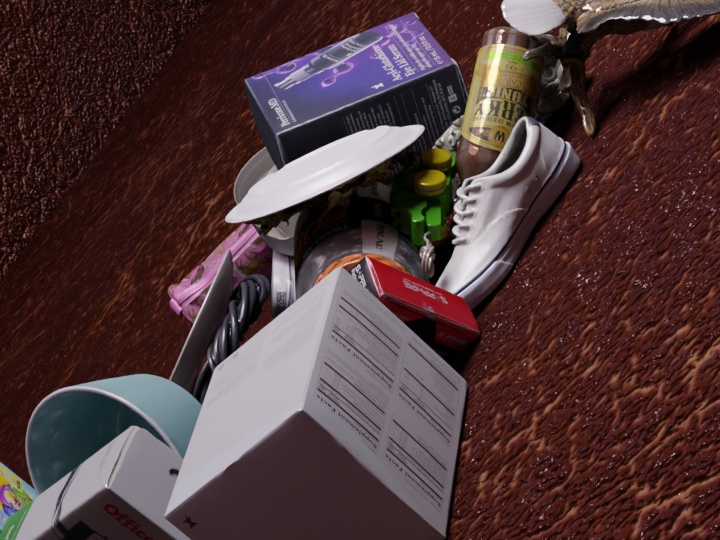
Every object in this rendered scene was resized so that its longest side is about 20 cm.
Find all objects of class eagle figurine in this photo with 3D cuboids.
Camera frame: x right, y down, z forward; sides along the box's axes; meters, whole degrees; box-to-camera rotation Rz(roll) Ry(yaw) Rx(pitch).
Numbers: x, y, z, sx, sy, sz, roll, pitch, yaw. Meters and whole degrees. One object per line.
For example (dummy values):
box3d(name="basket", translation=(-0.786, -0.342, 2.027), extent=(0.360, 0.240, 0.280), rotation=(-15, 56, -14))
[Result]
box3d(name="eagle figurine", translation=(0.242, -0.243, 1.663), extent=(0.200, 0.152, 0.151), rotation=(-41, -3, 39))

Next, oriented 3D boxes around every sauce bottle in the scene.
box3d(name="sauce bottle", translation=(0.123, -0.122, 1.721), extent=(0.065, 0.065, 0.200), rotation=(-18, 57, 60))

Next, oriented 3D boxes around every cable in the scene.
box3d(name="cable", translation=(-0.131, 0.085, 1.924), extent=(0.200, 0.051, 0.163), rotation=(-90, 23, -83))

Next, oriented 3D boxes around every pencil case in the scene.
box3d(name="pencil case", translation=(-0.132, -0.014, 2.168), extent=(0.200, 0.087, 0.083), rotation=(-45, 26, 17))

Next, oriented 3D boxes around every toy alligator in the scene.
box3d(name="toy alligator", translation=(0.050, -0.055, 1.679), extent=(0.054, 0.059, 0.200), rotation=(2, 32, 10))

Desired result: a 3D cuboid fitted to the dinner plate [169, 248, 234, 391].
box3d(name="dinner plate", translation=(-0.168, 0.072, 1.962), extent=(0.200, 0.024, 0.200), rotation=(-156, 90, -86))

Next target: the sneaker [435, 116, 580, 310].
box3d(name="sneaker", translation=(0.110, -0.046, 1.642), extent=(0.200, 0.071, 0.073), rotation=(-55, 18, -18))

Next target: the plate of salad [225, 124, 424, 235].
box3d(name="plate of salad", translation=(-0.029, -0.080, 1.714), extent=(0.200, 0.048, 0.200), rotation=(-24, 11, 5))

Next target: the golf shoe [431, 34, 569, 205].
box3d(name="golf shoe", translation=(0.136, -0.134, 1.813), extent=(0.200, 0.078, 0.097), rotation=(-45, -2, -7))

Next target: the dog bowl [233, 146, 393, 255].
box3d(name="dog bowl", translation=(-0.031, -0.088, 1.985), extent=(0.200, 0.059, 0.200), rotation=(-14, 32, 9))

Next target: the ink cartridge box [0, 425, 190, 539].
box3d(name="ink cartridge box", translation=(-0.217, 0.247, 1.681), extent=(0.200, 0.147, 0.083), rotation=(-38, 21, 35))

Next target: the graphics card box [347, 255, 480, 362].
box3d(name="graphics card box", translation=(-0.014, 0.078, 1.580), extent=(0.200, 0.125, 0.051), rotation=(-42, 49, 26))

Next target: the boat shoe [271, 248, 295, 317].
box3d(name="boat shoe", translation=(-0.062, -0.013, 2.015), extent=(0.200, 0.066, 0.072), rotation=(-93, 5, -65))

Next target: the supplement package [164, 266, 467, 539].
box3d(name="supplement package", translation=(-0.028, 0.135, 1.440), extent=(0.152, 0.151, 0.200), rotation=(-39, 18, 26))

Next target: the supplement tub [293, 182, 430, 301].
box3d(name="supplement tub", translation=(0.000, 0.000, 1.729), extent=(0.123, 0.123, 0.200), rotation=(-45, 17, 12))

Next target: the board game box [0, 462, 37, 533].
box3d(name="board game box", translation=(-0.328, 0.262, 1.835), extent=(0.047, 0.200, 0.151), rotation=(-46, 17, 7))

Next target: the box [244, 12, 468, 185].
box3d(name="box", translation=(0.000, -0.161, 1.927), extent=(0.200, 0.104, 0.148), rotation=(-23, 33, -6))

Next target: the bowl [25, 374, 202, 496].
box3d(name="bowl", translation=(-0.208, 0.178, 1.788), extent=(0.201, 0.201, 0.105), rotation=(-35, 2, 39))
